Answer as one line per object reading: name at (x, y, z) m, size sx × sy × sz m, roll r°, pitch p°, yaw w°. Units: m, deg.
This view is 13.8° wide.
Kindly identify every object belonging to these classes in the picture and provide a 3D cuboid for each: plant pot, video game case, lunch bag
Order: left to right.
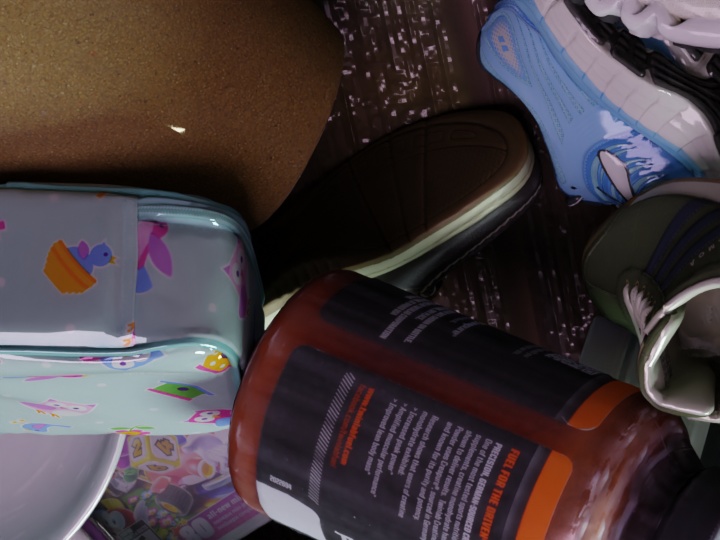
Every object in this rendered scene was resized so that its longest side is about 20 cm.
lunch bag at (-0.139, 0.019, 1.199) m, size 0.199 × 0.077 × 0.160 m, roll 1°, pitch 165°, yaw 5°
plant pot at (-0.114, -0.099, 1.201) m, size 0.199 × 0.187 × 0.187 m, roll 25°, pitch 125°, yaw -19°
video game case at (-0.106, 0.043, 1.361) m, size 0.143 × 0.018 × 0.200 m, roll -33°, pitch 107°, yaw 29°

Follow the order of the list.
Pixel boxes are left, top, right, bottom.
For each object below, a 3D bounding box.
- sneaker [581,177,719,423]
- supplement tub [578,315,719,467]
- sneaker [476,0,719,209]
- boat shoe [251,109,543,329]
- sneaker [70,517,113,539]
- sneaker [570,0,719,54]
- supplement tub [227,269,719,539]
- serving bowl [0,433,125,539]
sneaker at (0.129, 0.015, 1.125) m, size 0.200 × 0.090 × 0.067 m, roll -1°, pitch 125°, yaw 59°
supplement tub at (0.177, 0.106, 1.249) m, size 0.199 × 0.140 × 0.141 m, roll 16°, pitch 123°, yaw 6°
sneaker at (0.127, -0.051, 1.224) m, size 0.200 × 0.078 × 0.090 m, roll 47°, pitch 139°, yaw -10°
boat shoe at (0.000, 0.000, 1.283) m, size 0.200 × 0.073 × 0.065 m, roll -29°, pitch 130°, yaw 23°
sneaker at (-0.179, 0.133, 1.383) m, size 0.200 × 0.075 × 0.100 m, roll 40°, pitch 81°, yaw -1°
sneaker at (0.093, -0.148, 1.120) m, size 0.200 × 0.075 × 0.081 m, roll 41°, pitch 114°, yaw 32°
supplement tub at (0.054, 0.080, 1.150) m, size 0.199 × 0.107 × 0.107 m, roll 23°, pitch 126°, yaw 25°
serving bowl at (-0.196, 0.045, 1.313) m, size 0.199 × 0.066 × 0.201 m, roll 0°, pitch 92°, yaw 3°
